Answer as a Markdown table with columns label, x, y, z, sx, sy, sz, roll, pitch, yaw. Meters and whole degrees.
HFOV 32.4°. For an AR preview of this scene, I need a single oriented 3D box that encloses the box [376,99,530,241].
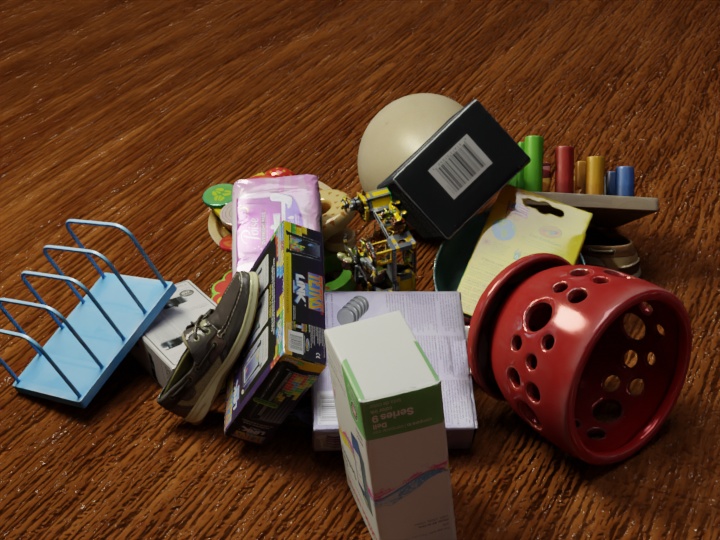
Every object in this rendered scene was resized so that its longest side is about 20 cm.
| label | x | y | z | sx | sy | sz | roll | pitch | yaw |
| --- | --- | --- | --- | --- | --- | --- | --- | --- | --- |
| box | 0.117 | -0.125 | 1.621 | 0.148 | 0.107 | 0.200 | -44 | 4 | -3 |

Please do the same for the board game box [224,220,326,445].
| label | x | y | z | sx | sy | sz | roll | pitch | yaw |
| --- | --- | --- | --- | --- | --- | --- | --- | --- | --- |
| board game box | -0.099 | 0.072 | 1.425 | 0.056 | 0.166 | 0.201 | 17 | 45 | -21 |

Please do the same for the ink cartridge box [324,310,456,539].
| label | x | y | z | sx | sy | sz | roll | pitch | yaw |
| --- | --- | --- | --- | --- | --- | --- | --- | --- | --- |
| ink cartridge box | 0.031 | 0.167 | 1.246 | 0.087 | 0.201 | 0.145 | -14 | 30 | -9 |

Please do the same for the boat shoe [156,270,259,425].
| label | x | y | z | sx | sy | sz | roll | pitch | yaw |
| --- | --- | --- | --- | --- | --- | --- | --- | --- | --- |
| boat shoe | -0.177 | 0.087 | 1.436 | 0.064 | 0.201 | 0.073 | 20 | 14 | -20 |

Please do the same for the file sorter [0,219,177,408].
| label | x | y | z | sx | sy | sz | roll | pitch | yaw |
| --- | --- | --- | --- | --- | --- | --- | --- | --- | --- |
| file sorter | -0.359 | 0.048 | 1.546 | 0.138 | 0.123 | 0.200 | 6 | 50 | 39 |

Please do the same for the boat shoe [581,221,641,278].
| label | x | y | z | sx | sy | sz | roll | pitch | yaw |
| --- | --- | --- | --- | --- | --- | --- | --- | --- | --- |
| boat shoe | 0.302 | -0.038 | 1.710 | 0.199 | 0.074 | 0.075 | 21 | 37 | 40 |

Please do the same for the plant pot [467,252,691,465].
| label | x | y | z | sx | sy | sz | roll | pitch | yaw |
| --- | --- | --- | --- | --- | --- | --- | --- | --- | --- |
| plant pot | 0.233 | 0.087 | 1.357 | 0.200 | 0.202 | 0.182 | -23 | 30 | -29 |

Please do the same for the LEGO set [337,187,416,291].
| label | x | y | z | sx | sy | sz | roll | pitch | yaw |
| --- | --- | --- | --- | --- | --- | --- | --- | --- | --- |
| LEGO set | 0.000 | 0.000 | 1.594 | 0.115 | 0.201 | 0.154 | -15 | 52 | -14 |

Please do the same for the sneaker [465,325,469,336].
| label | x | y | z | sx | sy | sz | roll | pitch | yaw |
| --- | --- | --- | --- | --- | --- | --- | --- | --- | --- |
| sneaker | 0.116 | 0.111 | 1.494 | 0.198 | 0.070 | 0.094 | 15 | 63 | 13 |

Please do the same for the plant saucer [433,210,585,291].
| label | x | y | z | sx | sy | sz | roll | pitch | yaw |
| --- | --- | --- | --- | --- | --- | --- | --- | --- | --- |
| plant saucer | 0.192 | 0.016 | 1.594 | 0.198 | 0.036 | 0.201 | 0 | 61 | 0 |

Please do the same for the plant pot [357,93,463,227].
| label | x | y | z | sx | sy | sz | roll | pitch | yaw |
| --- | --- | --- | --- | --- | --- | --- | --- | --- | --- |
| plant pot | 0.106 | -0.150 | 1.796 | 0.199 | 0.202 | 0.134 | -11 | 15 | -9 |

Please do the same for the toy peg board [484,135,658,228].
| label | x | y | z | sx | sy | sz | roll | pitch | yaw |
| --- | --- | --- | --- | --- | --- | --- | --- | --- | --- |
| toy peg board | 0.288 | -0.122 | 1.719 | 0.198 | 0.099 | 0.200 | 2 | -4 | -5 |

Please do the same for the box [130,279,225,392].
| label | x | y | z | sx | sy | sz | roll | pitch | yaw |
| --- | --- | --- | --- | --- | --- | --- | --- | --- | --- |
| box | -0.225 | 0.090 | 1.587 | 0.116 | 0.061 | 0.200 | -21 | 31 | -26 |

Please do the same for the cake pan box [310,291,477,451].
| label | x | y | z | sx | sy | sz | roll | pitch | yaw |
| --- | --- | --- | --- | --- | --- | --- | --- | --- | --- |
| cake pan box | 0.033 | 0.114 | 1.410 | 0.183 | 0.052 | 0.201 | -2 | 53 | -3 |

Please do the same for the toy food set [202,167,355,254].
| label | x | y | z | sx | sy | sz | roll | pitch | yaw |
| --- | --- | --- | --- | --- | --- | --- | --- | --- | --- |
| toy food set | -0.121 | -0.079 | 1.743 | 0.197 | 0.049 | 0.200 | -25 | 44 | -21 |

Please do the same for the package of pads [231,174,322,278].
| label | x | y | z | sx | sy | sz | roll | pitch | yaw |
| --- | --- | --- | --- | --- | --- | --- | --- | --- | --- |
| package of pads | -0.108 | -0.027 | 1.614 | 0.120 | 0.076 | 0.201 | -4 | 54 | 0 |

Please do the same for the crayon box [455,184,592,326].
| label | x | y | z | sx | sy | sz | roll | pitch | yaw |
| --- | --- | --- | --- | --- | --- | --- | --- | --- | --- |
| crayon box | 0.202 | -0.001 | 1.555 | 0.126 | 0.051 | 0.201 | 21 | 64 | 11 |

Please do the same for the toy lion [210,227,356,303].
| label | x | y | z | sx | sy | sz | roll | pitch | yaw |
| --- | --- | --- | --- | --- | --- | --- | --- | --- | --- |
| toy lion | -0.103 | 0.021 | 1.703 | 0.198 | 0.069 | 0.192 | -3 | 35 | 4 |

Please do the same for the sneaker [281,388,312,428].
| label | x | y | z | sx | sy | sz | roll | pitch | yaw |
| --- | --- | --- | --- | --- | --- | --- | --- | --- | --- |
| sneaker | -0.049 | 0.119 | 1.479 | 0.075 | 0.079 | 0.200 | 3 | 29 | 18 |
